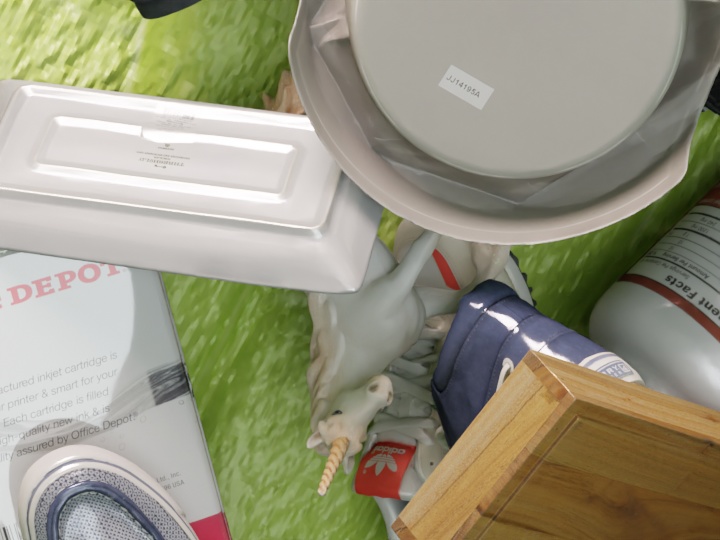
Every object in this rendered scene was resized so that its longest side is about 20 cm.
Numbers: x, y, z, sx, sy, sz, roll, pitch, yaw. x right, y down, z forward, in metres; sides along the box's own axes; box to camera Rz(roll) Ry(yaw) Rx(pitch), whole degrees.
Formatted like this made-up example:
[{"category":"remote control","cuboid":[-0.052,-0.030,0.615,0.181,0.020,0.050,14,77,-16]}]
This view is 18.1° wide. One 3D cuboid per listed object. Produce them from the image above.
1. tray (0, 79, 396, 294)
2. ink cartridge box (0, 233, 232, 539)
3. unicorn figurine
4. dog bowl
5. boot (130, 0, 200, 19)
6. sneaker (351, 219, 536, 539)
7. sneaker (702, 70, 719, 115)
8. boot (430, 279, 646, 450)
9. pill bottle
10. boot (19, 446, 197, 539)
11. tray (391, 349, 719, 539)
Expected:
[{"category":"tray","cuboid":[-0.087,-0.046,1.026,0.200,0.107,0.022,8,137,9]},{"category":"ink cartridge box","cuboid":[-0.154,0.075,1.078,0.145,0.083,0.200,-17,105,-11]},{"category":"unicorn figurine","cuboid":[0.000,0.000,1.076,0.137,0.200,0.074,-42,146,8]},{"category":"dog bowl","cuboid":[0.068,-0.113,0.987,0.200,0.059,0.200,1,114,3]},{"category":"boot","cuboid":[-0.071,-0.237,1.035,0.200,0.076,0.168,-43,112,-10]},{"category":"sneaker","cuboid":[0.037,0.070,1.114,0.093,0.070,0.200,-24,114,-47]},{"category":"sneaker","cuboid":[0.229,-0.136,1.115,0.200,0.092,0.076,-8,143,27]},{"category":"boot","cuboid":[0.075,0.097,1.077,0.073,0.090,0.200,-26,142,-36]},{"category":"pill bottle","cuboid":[0.187,0.024,1.122,0.200,0.112,0.112,-43,108,-13]},{"category":"boot","cuboid":[-0.083,0.173,1.019,0.073,0.090,0.200,-33,111,-6]},{"category":"tray","cuboid":[0.111,0.101,1.000,0.200,0.037,0.099,19,114,-50]}]
